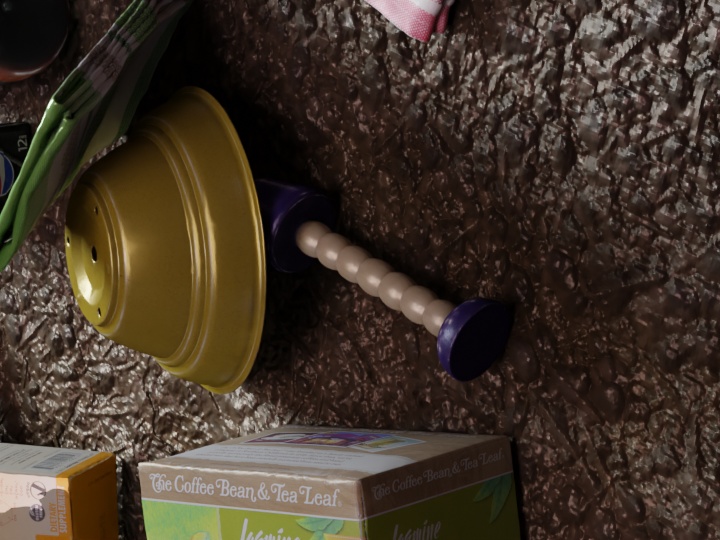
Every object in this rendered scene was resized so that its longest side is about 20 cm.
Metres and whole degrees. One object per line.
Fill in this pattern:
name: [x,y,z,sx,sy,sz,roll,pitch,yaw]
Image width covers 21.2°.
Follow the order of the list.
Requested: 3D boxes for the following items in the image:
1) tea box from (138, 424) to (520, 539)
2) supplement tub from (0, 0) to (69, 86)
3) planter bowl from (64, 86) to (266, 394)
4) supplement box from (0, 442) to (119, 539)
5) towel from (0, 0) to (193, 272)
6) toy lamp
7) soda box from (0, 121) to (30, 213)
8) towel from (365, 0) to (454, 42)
tea box: [-0.014,0.200,1.153,0.199,0.133,0.198,-3,95,46]
supplement tub: [-0.308,-0.176,1.401,0.199,0.107,0.108,-7,92,45]
planter bowl: [-0.137,-0.015,1.234,0.200,0.083,0.202,25,118,60]
supplement box: [-0.280,0.194,1.414,0.199,0.073,0.127,2,100,21]
towel: [-0.173,-0.093,1.232,0.031,0.200,0.150,29,126,-2]
toy lamp: [0.000,0.000,1.157,0.200,0.058,0.059,34,120,37]
soda box: [-0.333,-0.075,1.476,0.199,0.063,0.071,3,99,46]
towel: [0.021,-0.251,1.109,0.146,0.030,0.201,36,121,34]
